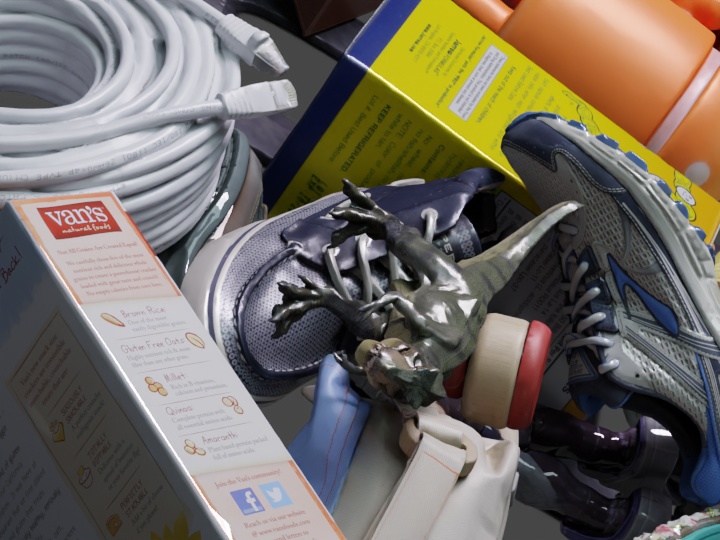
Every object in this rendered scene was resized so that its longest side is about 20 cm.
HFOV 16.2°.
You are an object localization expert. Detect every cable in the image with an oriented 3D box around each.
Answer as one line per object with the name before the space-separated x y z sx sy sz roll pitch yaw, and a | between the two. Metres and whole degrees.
cable | -0.152 -0.075 1.080 0.199 0.070 0.200 -24 49 -35

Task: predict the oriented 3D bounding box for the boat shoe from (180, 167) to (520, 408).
boat shoe | 0.000 0.000 1.088 0.200 0.092 0.075 -42 115 -60

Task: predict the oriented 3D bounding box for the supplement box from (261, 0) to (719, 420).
supplement box | 0.061 -0.031 1.234 0.199 0.109 0.110 37 34 -2

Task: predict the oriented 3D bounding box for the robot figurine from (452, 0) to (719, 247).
robot figurine | 0.135 -0.102 1.377 0.200 0.117 0.144 37 35 0

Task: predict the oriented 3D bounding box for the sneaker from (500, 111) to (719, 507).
sneaker | 0.120 0.019 1.120 0.200 0.085 0.077 51 -8 4

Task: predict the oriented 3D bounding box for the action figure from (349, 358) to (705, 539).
action figure | 0.069 0.080 1.153 0.199 0.070 0.131 27 42 -9

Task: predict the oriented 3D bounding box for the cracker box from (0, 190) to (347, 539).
cracker box | -0.091 0.089 0.933 0.057 0.134 0.200 -9 56 -47

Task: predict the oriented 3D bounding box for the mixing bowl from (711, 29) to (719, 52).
mixing bowl | 0.186 -0.181 1.471 0.200 0.200 0.109 38 49 0

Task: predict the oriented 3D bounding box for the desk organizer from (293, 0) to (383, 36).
desk organizer | 0.018 -0.200 1.421 0.072 0.077 0.200 45 35 12

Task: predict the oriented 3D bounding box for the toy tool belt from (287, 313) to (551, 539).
toy tool belt | -0.003 0.092 1.015 0.122 0.125 0.201 14 58 6

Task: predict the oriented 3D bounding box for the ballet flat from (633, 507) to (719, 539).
ballet flat | 0.104 0.160 1.073 0.200 0.064 0.076 -39 120 -49

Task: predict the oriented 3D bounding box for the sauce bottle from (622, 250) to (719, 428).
sauce bottle | 0.189 0.032 1.317 0.066 0.066 0.200 43 34 8

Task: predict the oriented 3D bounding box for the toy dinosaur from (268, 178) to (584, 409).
toy dinosaur | 0.019 0.006 1.022 0.088 0.048 0.200 17 29 15

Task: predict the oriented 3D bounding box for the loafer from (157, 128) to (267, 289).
loafer | -0.079 0.018 1.103 0.063 0.071 0.201 53 32 -26
